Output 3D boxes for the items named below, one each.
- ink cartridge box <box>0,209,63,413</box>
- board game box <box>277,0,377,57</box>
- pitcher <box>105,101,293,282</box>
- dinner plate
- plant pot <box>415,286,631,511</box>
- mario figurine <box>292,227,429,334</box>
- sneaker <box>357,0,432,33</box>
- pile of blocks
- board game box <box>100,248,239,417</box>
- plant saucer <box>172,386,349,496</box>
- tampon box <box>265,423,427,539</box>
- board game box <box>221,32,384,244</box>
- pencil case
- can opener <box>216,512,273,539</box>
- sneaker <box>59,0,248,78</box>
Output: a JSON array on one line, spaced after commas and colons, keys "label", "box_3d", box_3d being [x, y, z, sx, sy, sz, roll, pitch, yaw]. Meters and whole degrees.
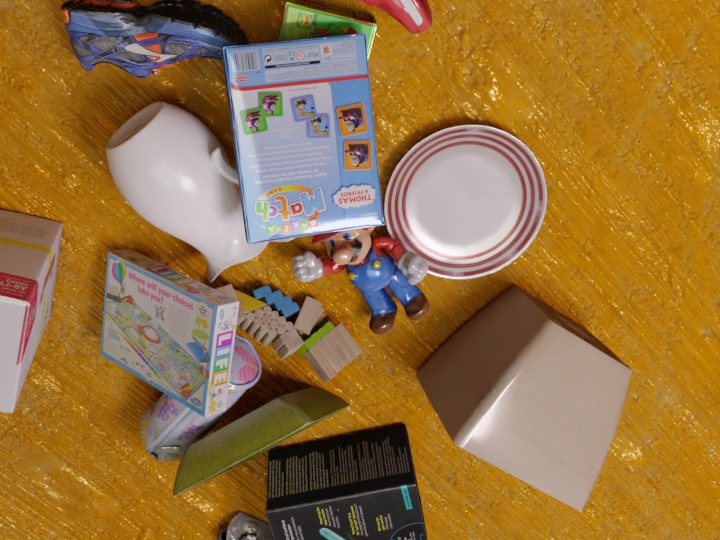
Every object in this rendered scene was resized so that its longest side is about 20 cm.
[{"label": "ink cartridge box", "box_3d": [-0.402, 0.039, 1.021, 0.082, 0.201, 0.146, 12, 116, -13]}, {"label": "board game box", "box_3d": [-0.055, -0.193, 1.014, 0.100, 0.048, 0.202, 11, 116, -10]}, {"label": "pitcher", "box_3d": [-0.170, -0.093, 1.004, 0.170, 0.122, 0.200, -18, 124, 34]}, {"label": "dinner plate", "box_3d": [0.126, -0.082, 1.096, 0.198, 0.024, 0.202, -2, 116, -3]}, {"label": "plant pot", "box_3d": [0.215, 0.140, 1.130, 0.199, 0.200, 0.178, 29, 100, -17]}, {"label": "mario figurine", "box_3d": [0.000, 0.000, 1.079, 0.123, 0.106, 0.200, -43, 120, -10]}, {"label": "sneaker", "box_3d": [-0.021, -0.310, 0.954, 0.115, 0.078, 0.200, -36, 102, 23]}, {"label": "pile of blocks", "box_3d": [-0.097, 0.071, 1.147, 0.199, 0.083, 0.062, 30, 154, -8]}, {"label": "board game box", "box_3d": [-0.228, 0.069, 1.058, 0.199, 0.034, 0.136, 22, 112, 35]}, {"label": "plant saucer", "box_3d": [-0.129, 0.206, 1.152, 0.198, 0.200, 0.048, -29, 82, 10]}, {"label": "tampon box", "box_3d": [-0.017, 0.322, 1.230, 0.198, 0.127, 0.151, -10, 118, 2]}, {"label": "board game box", "box_3d": [-0.059, -0.138, 0.950, 0.150, 0.037, 0.202, -8, 100, -12]}, {"label": "pencil case", "box_3d": [-0.204, 0.160, 1.131, 0.083, 0.091, 0.200, 47, 124, 5]}, {"label": "can opener", "box_3d": [-0.115, 0.417, 1.324, 0.199, 0.054, 0.067, 31, 143, -18]}, {"label": "sneaker", "box_3d": [-0.218, -0.246, 0.971, 0.198, 0.076, 0.079, 7, 125, 1]}]
